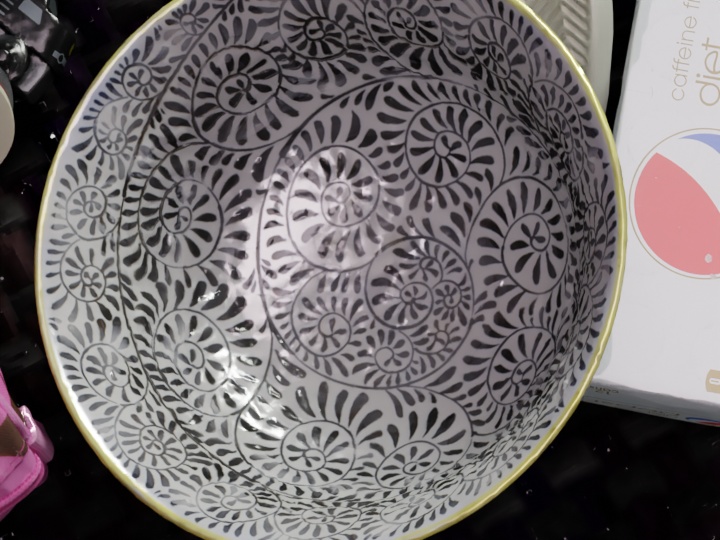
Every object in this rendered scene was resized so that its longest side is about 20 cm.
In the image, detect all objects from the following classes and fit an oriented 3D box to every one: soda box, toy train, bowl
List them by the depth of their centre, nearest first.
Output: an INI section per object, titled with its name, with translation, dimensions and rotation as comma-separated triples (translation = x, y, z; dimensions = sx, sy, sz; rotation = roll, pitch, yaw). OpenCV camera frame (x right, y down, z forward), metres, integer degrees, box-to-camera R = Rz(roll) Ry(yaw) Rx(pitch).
[bowl]
translation = 0.000, 0.000, 1.005
dimensions = 0.200, 0.094, 0.202
rotation = -3, 79, 16
[soda box]
translation = 0.121, -0.050, 1.030
dimensions = 0.068, 0.064, 0.201
rotation = 10, 82, 5
[toy train]
translation = -0.181, -0.134, 1.073
dimensions = 0.200, 0.034, 0.046
rotation = 39, 82, 7

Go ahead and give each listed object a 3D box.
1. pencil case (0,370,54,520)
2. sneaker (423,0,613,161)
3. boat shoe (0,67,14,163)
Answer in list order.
[pencil case]
translation = -0.185, 0.098, 0.966
dimensions = 0.093, 0.091, 0.200
rotation = 30, 68, 30
[sneaker]
translation = 0.063, -0.127, 1.045
dimensions = 0.075, 0.084, 0.201
rotation = 4, 106, 27
[boat shoe]
translation = -0.215, -0.065, 1.048
dimensions = 0.199, 0.063, 0.072
rotation = 1, 114, 5
